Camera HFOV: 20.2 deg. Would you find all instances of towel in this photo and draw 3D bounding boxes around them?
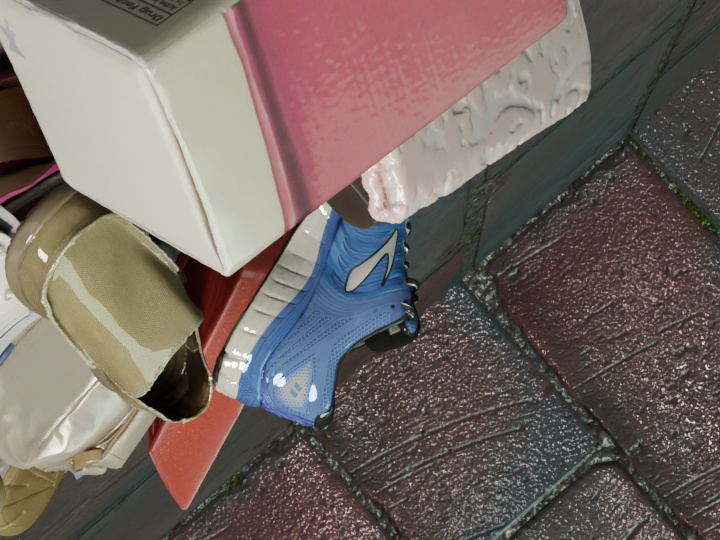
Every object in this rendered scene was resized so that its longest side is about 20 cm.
[{"bbox_3d":[0.044,-0.145,1.025,0.032,0.192,0.200,-2,-159,39],"label":"towel"}]

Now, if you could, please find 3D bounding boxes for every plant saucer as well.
[{"bbox_3d":[-0.093,0.019,1.319,0.200,0.037,0.200,-97,-150,-53],"label":"plant saucer"}]

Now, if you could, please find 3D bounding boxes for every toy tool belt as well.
[{"bbox_3d":[-0.188,0.082,1.292,0.200,0.125,0.123,-52,168,11],"label":"toy tool belt"}]

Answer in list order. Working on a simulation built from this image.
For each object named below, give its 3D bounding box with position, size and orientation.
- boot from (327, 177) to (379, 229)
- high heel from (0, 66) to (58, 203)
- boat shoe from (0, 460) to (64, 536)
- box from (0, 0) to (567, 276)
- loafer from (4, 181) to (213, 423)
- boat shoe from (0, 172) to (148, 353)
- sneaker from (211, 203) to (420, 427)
[{"bbox_3d":[-0.002,-0.126,1.047,0.070,0.200,0.146,1,-134,41],"label":"boot"},{"bbox_3d":[-0.156,-0.062,0.861,0.096,0.068,0.200,-32,-172,7],"label":"high heel"},{"bbox_3d":[-0.217,0.081,1.394,0.200,0.069,0.071,-57,146,-13],"label":"boat shoe"},{"bbox_3d":[-0.033,-0.112,0.836,0.200,0.128,0.109,-38,131,-22],"label":"box"},{"bbox_3d":[-0.122,0.020,1.068,0.076,0.067,0.200,-53,154,-11],"label":"loafer"},{"bbox_3d":[-0.193,-0.003,1.068,0.200,0.071,0.070,-32,142,-31],"label":"boat shoe"},{"bbox_3d":[0.000,0.000,1.124,0.201,0.089,0.079,-59,-177,-16],"label":"sneaker"}]
